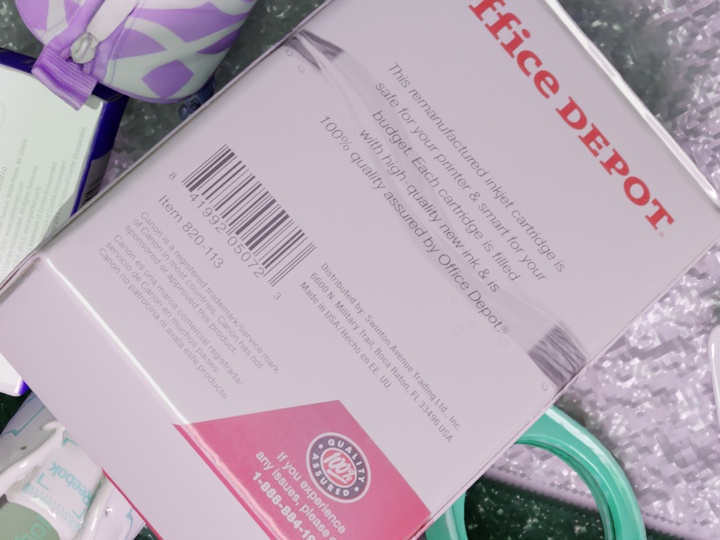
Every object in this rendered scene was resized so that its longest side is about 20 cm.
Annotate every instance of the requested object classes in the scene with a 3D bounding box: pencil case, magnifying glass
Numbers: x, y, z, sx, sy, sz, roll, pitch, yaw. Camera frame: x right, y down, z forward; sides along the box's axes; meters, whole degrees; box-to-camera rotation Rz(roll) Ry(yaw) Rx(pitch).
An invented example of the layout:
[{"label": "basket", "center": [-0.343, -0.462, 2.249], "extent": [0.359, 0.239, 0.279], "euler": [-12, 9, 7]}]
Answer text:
[{"label": "pencil case", "center": [-0.048, -0.141, 0.942], "extent": [0.084, 0.086, 0.200], "euler": [37, 127, 6]}, {"label": "magnifying glass", "center": [0.032, 0.041, 1.018], "extent": [0.079, 0.022, 0.200], "euler": [-30, 87, -34]}]

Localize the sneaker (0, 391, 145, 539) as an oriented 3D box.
[{"label": "sneaker", "center": [-0.085, 0.059, 1.016], "extent": [0.070, 0.080, 0.201], "euler": [37, 93, 0]}]

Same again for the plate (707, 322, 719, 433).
[{"label": "plate", "center": [0.222, 0.107, 0.988], "extent": [0.199, 0.032, 0.201], "euler": [-4, 98, 36]}]

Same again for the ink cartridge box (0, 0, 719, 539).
[{"label": "ink cartridge box", "center": [0.000, 0.000, 0.958], "extent": [0.200, 0.083, 0.147], "euler": [-42, 93, -27]}]

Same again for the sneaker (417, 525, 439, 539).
[{"label": "sneaker", "center": [-0.017, 0.187, 1.033], "extent": [0.201, 0.067, 0.108], "euler": [-40, 90, 5]}]

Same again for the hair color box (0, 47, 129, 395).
[{"label": "hair color box", "center": [-0.192, -0.040, 1.022], "extent": [0.199, 0.065, 0.110], "euler": [18, 98, 0]}]
